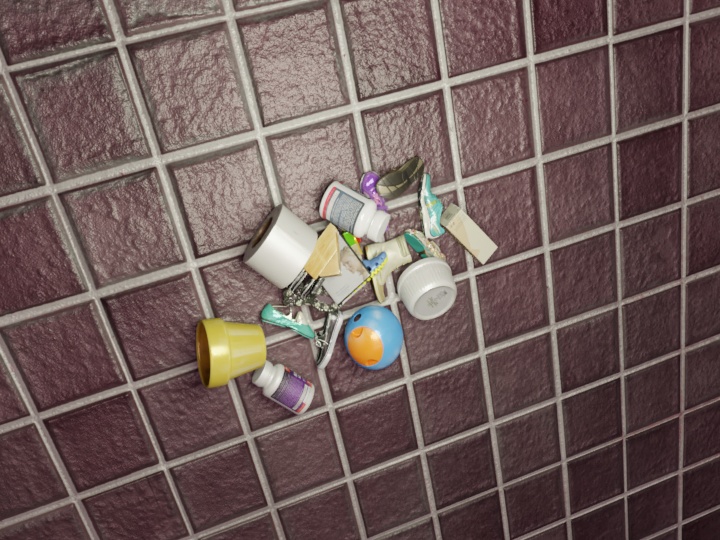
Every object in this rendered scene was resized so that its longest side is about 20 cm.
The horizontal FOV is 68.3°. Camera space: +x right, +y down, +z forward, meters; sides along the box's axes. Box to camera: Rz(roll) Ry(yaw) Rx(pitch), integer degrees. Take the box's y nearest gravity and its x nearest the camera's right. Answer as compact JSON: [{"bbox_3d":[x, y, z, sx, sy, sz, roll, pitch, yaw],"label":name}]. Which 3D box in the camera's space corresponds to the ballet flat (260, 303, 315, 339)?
[{"bbox_3d":[-0.224,0.158,1.714,0.194,0.067,0.073,23,91,-18],"label":"ballet flat"}]

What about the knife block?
[{"bbox_3d":[-0.144,-0.026,1.586,0.168,0.064,0.209,-6,85,4],"label":"knife block"}]

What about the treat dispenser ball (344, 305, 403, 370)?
[{"bbox_3d":[0.043,0.218,1.733,0.192,0.201,0.209,-4,109,-13],"label":"treat dispenser ball"}]

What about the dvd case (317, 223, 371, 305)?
[{"bbox_3d":[-0.076,-0.019,1.621,0.142,0.018,0.202,-39,82,2],"label":"dvd case"}]

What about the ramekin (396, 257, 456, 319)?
[{"bbox_3d":[0.223,0.068,1.742,0.192,0.107,0.205,-13,137,-12],"label":"ramekin"}]

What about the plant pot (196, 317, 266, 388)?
[{"bbox_3d":[-0.397,0.244,1.639,0.183,0.199,0.209,-5,110,-29],"label":"plant pot"}]

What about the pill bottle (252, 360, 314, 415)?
[{"bbox_3d":[-0.256,0.381,1.752,0.198,0.112,0.113,36,96,-22],"label":"pill bottle"}]

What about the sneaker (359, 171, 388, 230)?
[{"bbox_3d":[0.052,-0.206,1.664,0.077,0.089,0.208,-14,109,-8],"label":"sneaker"}]

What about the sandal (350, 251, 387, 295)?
[{"bbox_3d":[0.000,0.000,1.654,0.197,0.080,0.088,-37,87,-6],"label":"sandal"}]

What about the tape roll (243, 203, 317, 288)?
[{"bbox_3d":[-0.237,-0.071,1.569,0.138,0.203,0.205,35,96,-21],"label":"tape roll"}]

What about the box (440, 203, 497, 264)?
[{"bbox_3d":[0.356,-0.122,1.768,0.199,0.095,0.078,41,95,-21],"label":"box"}]

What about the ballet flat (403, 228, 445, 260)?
[{"bbox_3d":[0.216,-0.081,1.766,0.200,0.074,0.065,46,61,-26],"label":"ballet flat"}]

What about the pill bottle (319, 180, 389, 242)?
[{"bbox_3d":[-0.016,-0.171,1.595,0.196,0.119,0.123,29,101,13],"label":"pill bottle"}]

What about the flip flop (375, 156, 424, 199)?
[{"bbox_3d":[0.120,-0.292,1.663,0.199,0.057,0.083,-41,123,-25],"label":"flip flop"}]

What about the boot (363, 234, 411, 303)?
[{"bbox_3d":[0.099,-0.003,1.748,0.149,0.072,0.208,-17,108,-9],"label":"boot"}]

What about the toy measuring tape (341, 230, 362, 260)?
[{"bbox_3d":[-0.017,-0.066,1.701,0.072,0.074,0.205,-27,116,-5],"label":"toy measuring tape"}]

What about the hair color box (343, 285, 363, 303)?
[{"bbox_3d":[-0.083,-0.004,1.704,0.110,0.064,0.202,-38,111,1],"label":"hair color box"}]

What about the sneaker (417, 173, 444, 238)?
[{"bbox_3d":[0.226,-0.208,1.701,0.076,0.078,0.209,-9,99,0],"label":"sneaker"}]

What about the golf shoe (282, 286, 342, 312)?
[{"bbox_3d":[-0.150,0.079,1.686,0.191,0.088,0.081,8,100,-7],"label":"golf shoe"}]

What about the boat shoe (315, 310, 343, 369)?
[{"bbox_3d":[-0.118,0.225,1.760,0.066,0.074,0.206,18,100,-20],"label":"boat shoe"}]
